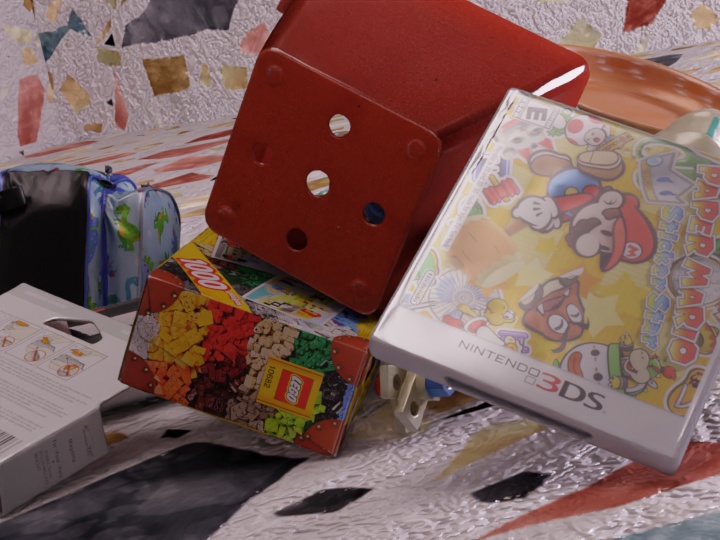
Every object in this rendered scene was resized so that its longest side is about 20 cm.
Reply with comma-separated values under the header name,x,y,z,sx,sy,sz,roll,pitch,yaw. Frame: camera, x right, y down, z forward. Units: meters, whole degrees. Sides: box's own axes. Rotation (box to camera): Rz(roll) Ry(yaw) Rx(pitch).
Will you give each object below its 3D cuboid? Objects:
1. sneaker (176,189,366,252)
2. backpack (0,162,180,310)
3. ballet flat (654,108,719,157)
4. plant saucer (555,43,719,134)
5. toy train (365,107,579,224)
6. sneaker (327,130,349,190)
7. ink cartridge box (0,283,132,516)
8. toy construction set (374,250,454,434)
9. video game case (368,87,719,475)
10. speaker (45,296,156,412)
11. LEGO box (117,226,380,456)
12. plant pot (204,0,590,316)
name,x,y,z,sx,sy,sz,roll,pitch,yaw
sneaker,-0.063,0.001,1.382,0.200,0.078,0.140,-13,-21,-6
backpack,-0.228,0.000,1.365,0.147,0.183,0.200,2,6,2
ballet flat,0.210,-0.066,1.186,0.069,0.070,0.200,-18,-9,-27
plant saucer,0.216,-0.131,1.290,0.200,0.038,0.200,12,23,-5
toy train,0.087,-0.064,1.201,0.200,0.114,0.087,-43,-11,30
sneaker,-0.014,-0.048,1.454,0.108,0.070,0.200,-11,-34,24
ink cartridge box,-0.245,0.083,1.134,0.200,0.044,0.173,18,34,39
toy construction set,0.098,0.033,0.994,0.200,0.131,0.092,-12,24,21
video game case,0.128,-0.002,0.916,0.182,0.023,0.200,21,60,16
speaker,-0.161,0.059,1.247,0.200,0.081,0.081,-14,11,-15
LEGO box,-0.060,0.039,1.095,0.149,0.077,0.200,19,15,4
plant pot,0.007,-0.079,1.087,0.200,0.200,0.176,29,27,14
